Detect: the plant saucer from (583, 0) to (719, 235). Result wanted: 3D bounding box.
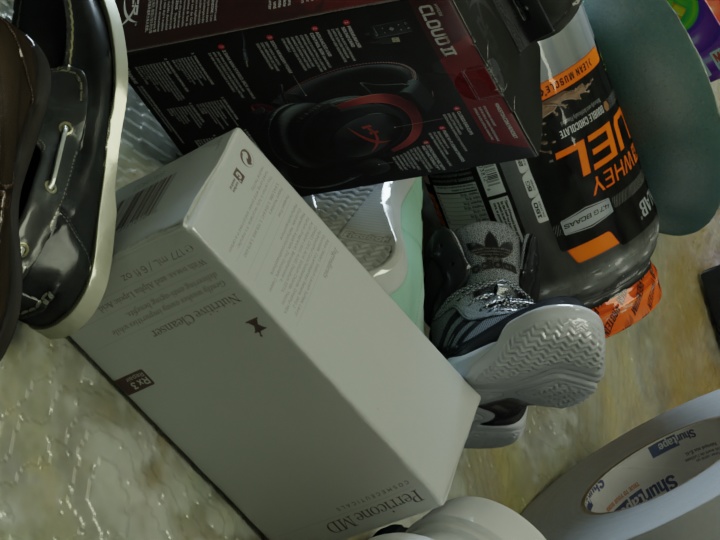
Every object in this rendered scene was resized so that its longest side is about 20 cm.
[{"bbox_3d":[0.143,-0.105,1.489,0.039,0.201,0.202,-28,94,-21],"label":"plant saucer"}]

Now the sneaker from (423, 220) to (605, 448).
[{"bbox_3d":[0.074,0.022,1.310,0.075,0.200,0.114,5,71,-15],"label":"sneaker"}]

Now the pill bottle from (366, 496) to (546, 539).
[{"bbox_3d":[0.008,0.196,1.168,0.200,0.116,0.116,-35,100,-43],"label":"pill bottle"}]

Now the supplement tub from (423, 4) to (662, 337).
[{"bbox_3d":[0.098,-0.061,1.423,0.122,0.122,0.201,-43,115,-52],"label":"supplement tub"}]

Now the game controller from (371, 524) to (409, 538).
[{"bbox_3d":[0.033,0.235,1.279,0.104,0.042,0.201,47,39,-47],"label":"game controller"}]

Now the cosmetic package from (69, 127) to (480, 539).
[{"bbox_3d":[-0.047,0.040,1.213,0.200,0.113,0.081,48,40,-21],"label":"cosmetic package"}]

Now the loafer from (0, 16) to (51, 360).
[{"bbox_3d":[-0.189,-0.034,1.083,0.071,0.073,0.201,65,25,-58],"label":"loafer"}]

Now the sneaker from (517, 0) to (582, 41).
[{"bbox_3d":[0.053,-0.212,1.303,0.088,0.074,0.201,7,56,-50],"label":"sneaker"}]

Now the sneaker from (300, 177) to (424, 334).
[{"bbox_3d":[0.000,0.000,1.344,0.201,0.073,0.119,-86,172,-58],"label":"sneaker"}]

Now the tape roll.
[{"bbox_3d":[0.184,0.135,1.375,0.066,0.200,0.200,60,37,-8],"label":"tape roll"}]

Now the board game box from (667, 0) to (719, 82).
[{"bbox_3d":[0.179,-0.221,1.638,0.200,0.105,0.103,56,38,-14],"label":"board game box"}]

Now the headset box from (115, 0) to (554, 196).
[{"bbox_3d":[-0.004,-0.112,1.239,0.149,0.199,0.075,54,33,-52],"label":"headset box"}]

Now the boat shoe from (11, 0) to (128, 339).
[{"bbox_3d":[-0.154,-0.070,1.168,0.067,0.072,0.201,23,55,-36],"label":"boat shoe"}]

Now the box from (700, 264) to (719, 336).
[{"bbox_3d":[0.329,0.075,1.668,0.122,0.106,0.201,-6,77,-52],"label":"box"}]
